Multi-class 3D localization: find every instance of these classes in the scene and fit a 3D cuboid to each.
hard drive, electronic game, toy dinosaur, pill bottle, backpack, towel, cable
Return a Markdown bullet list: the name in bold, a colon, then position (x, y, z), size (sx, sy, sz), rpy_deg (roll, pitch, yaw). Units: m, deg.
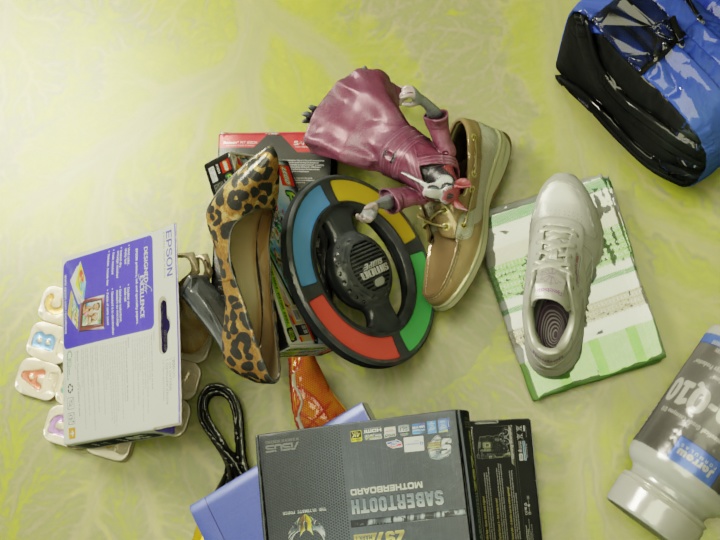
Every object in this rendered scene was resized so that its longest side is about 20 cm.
- **hard drive**: position (-0.049, 0.232, 1.432), size (0.199, 0.025, 0.133), rpy_deg (-32, 75, 10)
- **electronic game**: position (0.000, 0.000, 1.504), size (0.041, 0.199, 0.202), rpy_deg (-26, 73, 41)
- **toy dinosaur**: position (-0.169, 0.034, 1.542), size (0.199, 0.058, 0.102), rpy_deg (-7, 87, 37)
- **pill bottle**: position (0.330, 0.163, 1.454), size (0.113, 0.114, 0.201), rpy_deg (34, 85, 12)
- **backpack**: position (0.314, -0.199, 1.502), size (0.167, 0.163, 0.200), rpy_deg (-38, 76, -5)
- **towel**: position (0.212, 0.017, 1.546), size (0.148, 0.031, 0.202), rpy_deg (-18, 80, 6)
- **cable**: position (-0.125, 0.212, 1.535), size (0.096, 0.050, 0.202), rpy_deg (-3, 80, 6)

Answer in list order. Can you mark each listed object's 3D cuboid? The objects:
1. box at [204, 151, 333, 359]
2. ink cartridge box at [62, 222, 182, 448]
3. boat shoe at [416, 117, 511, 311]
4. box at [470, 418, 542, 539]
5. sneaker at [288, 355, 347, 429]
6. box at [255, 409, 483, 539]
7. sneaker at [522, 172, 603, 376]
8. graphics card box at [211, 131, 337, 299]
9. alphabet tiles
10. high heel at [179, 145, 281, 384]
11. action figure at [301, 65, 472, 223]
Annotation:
- **box**: position (-0.083, -0.015, 1.492), size (0.035, 0.110, 0.202), rpy_deg (-24, 78, 27)
- **ink cartridge box**: position (-0.227, 0.069, 1.512), size (0.199, 0.043, 0.200), rpy_deg (-14, 74, 45)
- **boat shoe**: position (0.092, -0.060, 1.540), size (0.066, 0.074, 0.202), rpy_deg (25, 71, -30)
- **box**: position (0.097, 0.248, 1.469), size (0.159, 0.043, 0.202), rpy_deg (-1, 78, -22)
- **sneaker**: position (-0.023, 0.166, 1.527), size (0.076, 0.073, 0.202), rpy_deg (-21, 88, -1)
- **box**: position (0.009, 0.216, 1.377), size (0.198, 0.051, 0.159), rpy_deg (-8, 82, 15)
- **sneaker**: position (0.198, 0.000, 1.485), size (0.074, 0.100, 0.202), rpy_deg (3, 81, 11)
- **graphics card box**: position (-0.089, -0.042, 1.580), size (0.124, 0.051, 0.202), rpy_deg (0, 78, 7)
- **alphabet tiles**: position (-0.260, 0.094, 1.595), size (0.194, 0.015, 0.202), rpy_deg (15, 82, 10)
- **high heel**: position (-0.086, -0.001, 1.384), size (0.143, 0.071, 0.201), rpy_deg (48, 127, 29)
- **action figure**: position (0.038, -0.111, 1.513), size (0.200, 0.149, 0.134), rpy_deg (39, 97, 27)
